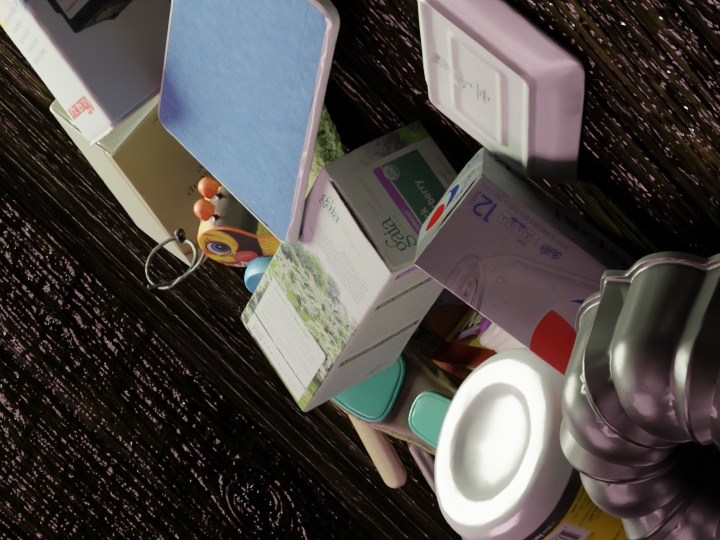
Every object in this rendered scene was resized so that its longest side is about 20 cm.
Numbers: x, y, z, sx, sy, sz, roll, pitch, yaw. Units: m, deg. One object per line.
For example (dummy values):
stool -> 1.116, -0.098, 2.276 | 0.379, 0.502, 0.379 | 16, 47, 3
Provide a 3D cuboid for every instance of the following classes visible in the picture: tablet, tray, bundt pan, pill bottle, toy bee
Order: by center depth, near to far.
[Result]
bundt pan -> 0.185, 0.088, 1.303 | 0.201, 0.076, 0.202 | 21, 145, 15
tray -> 0.065, -0.098, 1.342 | 0.107, 0.022, 0.200 | 40, 171, 12
pill bottle -> 0.149, 0.123, 1.497 | 0.199, 0.113, 0.112 | 21, -177, -33
tablet -> -0.067, -0.117, 1.536 | 0.130, 0.014, 0.201 | 44, 146, 24
toy bee -> -0.069, -0.021, 1.836 | 0.109, 0.199, 0.132 | 57, -165, -57

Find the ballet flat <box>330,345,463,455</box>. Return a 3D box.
ballet flat -> 0.041, 0.086, 1.843 | 0.199, 0.068, 0.072 | 28, -169, 22

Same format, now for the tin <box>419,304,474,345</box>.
tin -> 0.050, 0.035, 1.982 | 0.112, 0.042, 0.200 | 31, 167, 30

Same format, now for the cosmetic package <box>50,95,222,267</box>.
cosmetic package -> -0.143, -0.095, 1.956 | 0.073, 0.104, 0.200 | 36, 171, 27

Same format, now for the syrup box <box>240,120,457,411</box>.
syrup box -> 0.000, 0.000, 1.622 | 0.079, 0.081, 0.200 | 55, 149, 14

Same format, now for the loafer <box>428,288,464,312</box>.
loafer -> 0.053, -0.002, 1.688 | 0.068, 0.070, 0.200 | 43, 171, -14

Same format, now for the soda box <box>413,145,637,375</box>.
soda box -> 0.125, 0.022, 1.413 | 0.200, 0.064, 0.068 | 37, -165, -7

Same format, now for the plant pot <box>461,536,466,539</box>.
plant pot -> 0.152, 0.164, 1.705 | 0.188, 0.200, 0.200 | 40, 173, 48

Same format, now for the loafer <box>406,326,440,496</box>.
loafer -> 0.045, 0.079, 1.939 | 0.072, 0.063, 0.201 | -99, -17, -60

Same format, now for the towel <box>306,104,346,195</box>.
towel -> -0.058, -0.106, 1.711 | 0.148, 0.036, 0.200 | 39, 163, 43

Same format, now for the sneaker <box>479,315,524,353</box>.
sneaker -> 0.128, 0.037, 1.543 | 0.100, 0.075, 0.200 | 42, 171, -2

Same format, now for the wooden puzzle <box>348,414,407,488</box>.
wooden puzzle -> -0.012, 0.040, 1.988 | 0.200, 0.037, 0.186 | -103, -12, -55

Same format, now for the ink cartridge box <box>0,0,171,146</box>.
ink cartridge box -> -0.193, -0.188, 1.677 | 0.200, 0.083, 0.146 | 53, 169, -6

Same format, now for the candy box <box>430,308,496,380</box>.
candy box -> 0.151, 0.113, 1.874 | 0.200, 0.057, 0.117 | 42, 170, -14
